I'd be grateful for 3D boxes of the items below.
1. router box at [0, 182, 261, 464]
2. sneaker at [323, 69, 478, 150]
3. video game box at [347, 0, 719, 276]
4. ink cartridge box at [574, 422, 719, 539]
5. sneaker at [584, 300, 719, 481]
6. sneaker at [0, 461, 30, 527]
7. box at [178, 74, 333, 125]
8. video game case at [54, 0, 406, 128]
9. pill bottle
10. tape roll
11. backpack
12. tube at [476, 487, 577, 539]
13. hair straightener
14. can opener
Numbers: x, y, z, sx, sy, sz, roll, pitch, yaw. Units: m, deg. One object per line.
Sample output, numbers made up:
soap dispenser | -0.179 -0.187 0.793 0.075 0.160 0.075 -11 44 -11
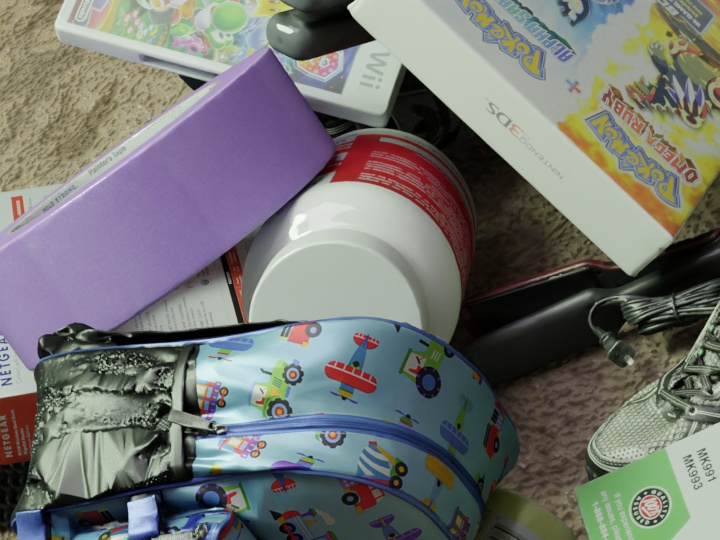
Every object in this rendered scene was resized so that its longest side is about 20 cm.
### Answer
router box | -0.133 0.017 1.134 0.178 0.049 0.201 -9 37 -8
sneaker | 0.071 -0.101 1.124 0.199 0.076 0.114 -3 25 42
video game box | 0.117 -0.123 1.017 0.182 0.200 0.047 -49 2 -39
ink cartridge box | 0.204 0.121 0.793 0.199 0.088 0.146 -24 37 10
sneaker | 0.182 0.033 0.908 0.200 0.085 0.078 -39 37 -6
sneaker | -0.215 0.099 1.154 0.198 0.071 0.094 -6 36 29
box | -0.013 -0.189 1.223 0.107 0.149 0.200 38 71 8
video game case | -0.059 -0.170 1.115 0.198 0.018 0.144 16 65 9
pill bottle | 0.000 0.000 1.000 0.111 0.113 0.200 -24 12 13
tape roll | -0.111 -0.033 1.010 0.199 0.066 0.200 -35 10 7
backpack | -0.033 0.105 0.859 0.198 0.183 0.136 -10 53 19
tube | 0.028 0.194 0.882 0.201 0.052 0.058 -55 0 -21
hair straightener | 0.144 0.025 0.993 0.198 0.041 0.077 -15 41 17
can opener | 0.037 -0.148 1.042 0.067 0.054 0.199 30 33 30
